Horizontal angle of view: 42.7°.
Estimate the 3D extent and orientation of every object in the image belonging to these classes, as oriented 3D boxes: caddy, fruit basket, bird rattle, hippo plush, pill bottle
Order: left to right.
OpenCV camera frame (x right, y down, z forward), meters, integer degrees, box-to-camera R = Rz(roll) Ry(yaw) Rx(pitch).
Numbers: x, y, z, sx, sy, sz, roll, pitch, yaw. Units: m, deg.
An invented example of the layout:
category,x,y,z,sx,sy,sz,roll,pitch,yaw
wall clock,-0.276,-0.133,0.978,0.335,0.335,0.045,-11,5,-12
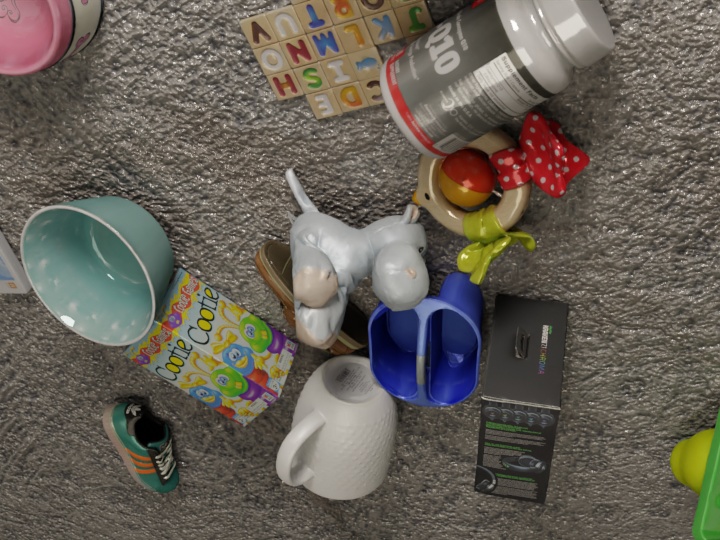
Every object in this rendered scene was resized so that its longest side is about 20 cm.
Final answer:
category,x,y,z,sx,sy,sz,roll,pitch,yaw
hippo plush,0.000,0.000,1.078,0.160,0.200,0.160,-4,138,-4
caddy,0.083,0.091,1.161,0.141,0.105,0.200,6,133,11
bird rattle,0.136,-0.091,0.987,0.163,0.113,0.200,30,134,14
pill bottle,0.127,-0.199,0.871,0.200,0.114,0.114,-28,119,31
fruit basket,0.488,0.257,1.160,0.155,0.216,0.216,16,135,3

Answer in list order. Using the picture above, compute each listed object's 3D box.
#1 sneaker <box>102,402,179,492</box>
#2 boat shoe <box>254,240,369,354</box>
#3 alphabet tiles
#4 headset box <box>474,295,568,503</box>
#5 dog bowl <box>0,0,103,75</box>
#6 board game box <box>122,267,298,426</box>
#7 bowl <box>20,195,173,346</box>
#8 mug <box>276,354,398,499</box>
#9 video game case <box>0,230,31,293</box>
category,x,y,z,sx,sy,sz,roll,pitch,yaw
sneaker,-0.342,0.295,1.511,0.080,0.071,0.200,-6,128,28
boat shoe,-0.075,0.045,1.194,0.068,0.072,0.200,-26,119,35
alphabet tiles,-0.020,-0.241,0.956,0.200,0.008,0.167,-9,128,24
headset box,0.199,0.153,1.136,0.093,0.174,0.200,7,134,11
dog bowl,-0.379,-0.295,0.972,0.200,0.074,0.200,9,134,9
board game box,-0.205,0.108,1.271,0.200,0.103,0.105,34,132,-15
bowl,-0.319,-0.014,1.176,0.200,0.105,0.201,12,124,19
mug,-0.037,0.217,1.258,0.148,0.200,0.176,36,139,26
video game case,-0.587,-0.044,1.306,0.182,0.022,0.200,-1,131,18
